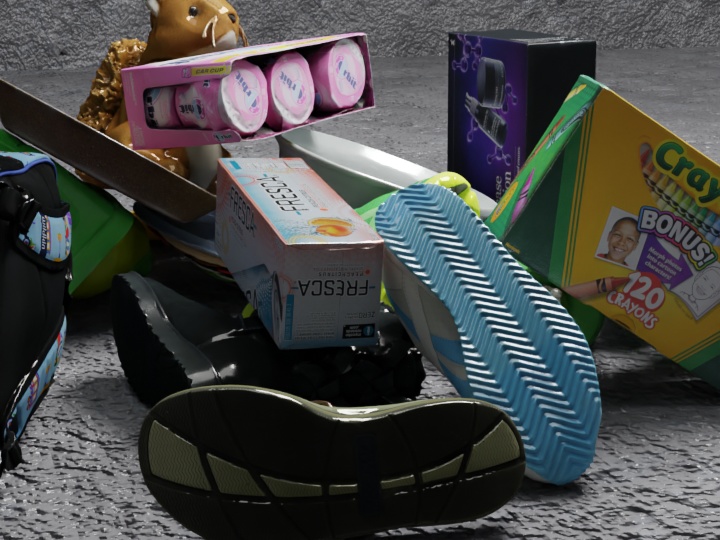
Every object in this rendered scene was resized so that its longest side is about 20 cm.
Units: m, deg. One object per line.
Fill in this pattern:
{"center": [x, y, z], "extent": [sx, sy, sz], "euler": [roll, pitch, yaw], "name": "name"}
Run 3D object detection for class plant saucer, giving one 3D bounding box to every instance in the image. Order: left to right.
{"center": [-0.200, -0.087, 1.092], "extent": [0.199, 0.035, 0.200], "euler": [29, 0, 0], "name": "plant saucer"}

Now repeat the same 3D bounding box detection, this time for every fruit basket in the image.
{"center": [-0.262, -0.025, 1.129], "extent": [0.156, 0.216, 0.215], "euler": [-48, 33, -16], "name": "fruit basket"}

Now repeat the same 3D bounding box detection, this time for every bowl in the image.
{"center": [0.010, -0.045, 1.180], "extent": [0.199, 0.091, 0.201], "euler": [18, 10, -3], "name": "bowl"}

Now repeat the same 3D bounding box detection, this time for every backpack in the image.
{"center": [-0.243, 0.011, 0.836], "extent": [0.133, 0.185, 0.200], "euler": [6, 11, -1], "name": "backpack"}

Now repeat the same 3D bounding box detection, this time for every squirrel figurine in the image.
{"center": [-0.187, -0.166, 1.288], "extent": [0.198, 0.189, 0.141], "euler": [4, 3, 36], "name": "squirrel figurine"}

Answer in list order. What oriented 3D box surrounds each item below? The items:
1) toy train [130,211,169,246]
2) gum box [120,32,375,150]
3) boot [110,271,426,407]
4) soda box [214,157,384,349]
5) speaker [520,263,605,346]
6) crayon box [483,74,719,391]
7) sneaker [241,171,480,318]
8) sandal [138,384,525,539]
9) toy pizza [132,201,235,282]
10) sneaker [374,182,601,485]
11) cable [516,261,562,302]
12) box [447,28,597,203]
{"center": [-0.184, -0.043, 1.307], "extent": [0.199, 0.056, 0.150], "euler": [-12, 18, -39], "name": "toy train"}
{"center": [-0.090, -0.146, 1.142], "extent": [0.113, 0.067, 0.199], "euler": [0, 14, 34], "name": "gum box"}
{"center": [-0.062, 0.047, 0.917], "extent": [0.161, 0.074, 0.198], "euler": [-10, 24, -26], "name": "boot"}
{"center": [-0.045, -0.017, 0.902], "extent": [0.063, 0.069, 0.200], "euler": [-2, 19, -17], "name": "soda box"}
{"center": [0.133, 0.004, 1.060], "extent": [0.087, 0.089, 0.200], "euler": [0, 14, 1], "name": "speaker"}
{"center": [0.193, -0.020, 0.904], "extent": [0.199, 0.119, 0.058], "euler": [31, 9, -13], "name": "crayon box"}
{"center": [0.000, 0.000, 1.031], "extent": [0.199, 0.075, 0.083], "euler": [-33, 13, -18], "name": "sneaker"}
{"center": [-0.015, 0.102, 0.726], "extent": [0.199, 0.081, 0.057], "euler": [4, -4, -12], "name": "sandal"}
{"center": [-0.099, -0.019, 1.195], "extent": [0.198, 0.032, 0.200], "euler": [18, 11, -4], "name": "toy pizza"}
{"center": [0.076, 0.042, 0.830], "extent": [0.076, 0.081, 0.201], "euler": [-25, 60, -11], "name": "sneaker"}
{"center": [0.095, 0.040, 0.951], "extent": [0.050, 0.097, 0.200], "euler": [-39, 7, -11], "name": "cable"}
{"center": [0.143, -0.113, 1.283], "extent": [0.078, 0.202, 0.141], "euler": [-6, 15, -23], "name": "box"}
